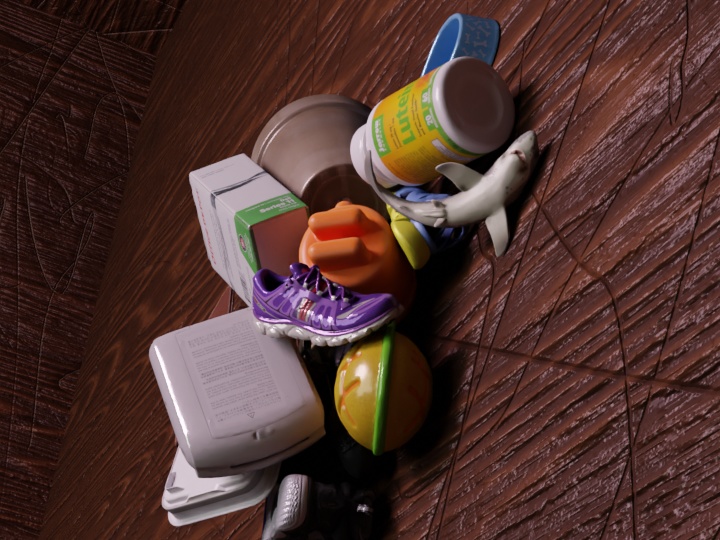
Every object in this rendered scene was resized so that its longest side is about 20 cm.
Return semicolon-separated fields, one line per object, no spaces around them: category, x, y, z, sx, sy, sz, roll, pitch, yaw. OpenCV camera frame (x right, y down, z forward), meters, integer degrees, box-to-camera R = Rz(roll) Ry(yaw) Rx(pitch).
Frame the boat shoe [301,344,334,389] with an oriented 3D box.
boat shoe;-0.067;0.150;1.905;0.068;0.072;0.201;-109;40;-60

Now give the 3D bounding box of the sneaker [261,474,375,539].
sneaker;-0.046;0.280;1.655;0.200;0.113;0.076;126;154;-69

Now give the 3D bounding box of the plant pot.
plant pot;-0.032;-0.107;1.863;0.201;0.199;0.174;-65;18;14

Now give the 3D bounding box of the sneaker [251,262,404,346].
sneaker;-0.046;0.033;1.611;0.199;0.081;0.084;3;112;35

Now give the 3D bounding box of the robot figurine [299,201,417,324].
robot figurine;0.001;-0.002;1.720;0.117;0.200;0.144;-41;57;-5

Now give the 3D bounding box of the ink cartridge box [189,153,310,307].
ink cartridge box;-0.128;-0.040;1.815;0.200;0.083;0.147;41;147;53

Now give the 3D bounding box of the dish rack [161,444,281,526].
dish rack;-0.157;0.195;1.727;0.171;0.044;0.200;-20;40;33

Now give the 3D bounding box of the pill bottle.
pill bottle;0.076;-0.162;1.703;0.200;0.111;0.111;-23;48;52

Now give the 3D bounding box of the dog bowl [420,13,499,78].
dog bowl;0.107;-0.226;1.827;0.201;0.049;0.111;-70;18;3

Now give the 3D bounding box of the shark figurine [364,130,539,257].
shark figurine;0.103;-0.079;1.611;0.089;0.214;0.129;-20;-76;-65

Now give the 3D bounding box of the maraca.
maraca;0.026;0.125;1.614;0.200;0.107;0.138;-79;-3;-76

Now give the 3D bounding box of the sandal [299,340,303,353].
sandal;-0.100;0.131;2.001;0.080;0.057;0.202;71;-146;-61

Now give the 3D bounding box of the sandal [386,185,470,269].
sandal;0.081;-0.060;1.720;0.087;0.080;0.200;-29;18;4

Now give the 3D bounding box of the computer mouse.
computer mouse;-0.021;0.143;1.671;0.034;0.059;0.201;-30;67;22

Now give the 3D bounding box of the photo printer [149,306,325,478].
photo printer;-0.136;0.140;1.660;0.070;0.166;0.200;83;164;-46

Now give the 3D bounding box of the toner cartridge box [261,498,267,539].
toner cartridge box;-0.092;0.294;1.815;0.095;0.043;0.200;86;-174;-50

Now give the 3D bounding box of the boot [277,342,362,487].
boot;-0.073;0.174;1.764;0.168;0.076;0.201;-7;63;26

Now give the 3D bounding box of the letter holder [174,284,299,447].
letter holder;-0.161;0.130;1.920;0.200;0.100;0.142;123;155;-43
